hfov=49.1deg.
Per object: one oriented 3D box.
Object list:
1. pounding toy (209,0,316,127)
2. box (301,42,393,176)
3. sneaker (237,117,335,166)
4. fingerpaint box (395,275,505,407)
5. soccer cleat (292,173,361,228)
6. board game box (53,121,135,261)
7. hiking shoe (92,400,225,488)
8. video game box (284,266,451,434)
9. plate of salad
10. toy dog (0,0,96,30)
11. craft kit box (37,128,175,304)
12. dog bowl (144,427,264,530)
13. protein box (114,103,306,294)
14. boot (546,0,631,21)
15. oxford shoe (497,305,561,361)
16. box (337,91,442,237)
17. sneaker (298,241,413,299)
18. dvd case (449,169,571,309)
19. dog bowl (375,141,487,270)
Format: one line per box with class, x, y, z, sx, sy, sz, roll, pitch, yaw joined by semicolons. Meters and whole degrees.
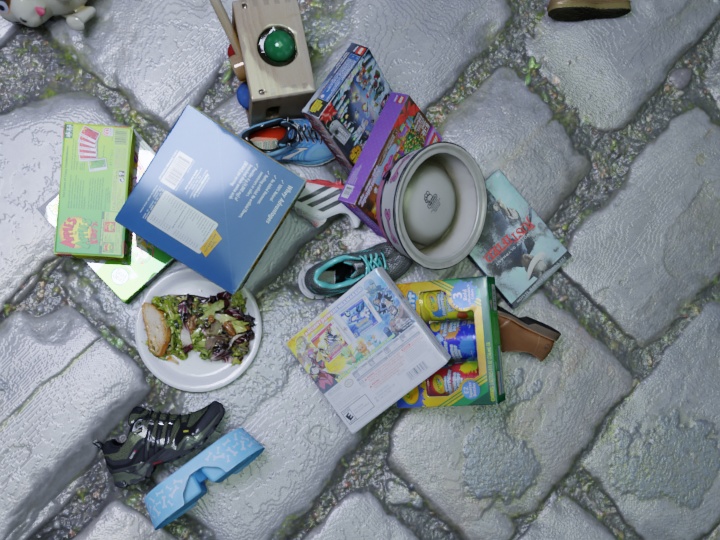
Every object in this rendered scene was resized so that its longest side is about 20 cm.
pounding toy;-0.160;-0.340;1.229;0.141;0.200;0.185;-11;86;-10
box;-0.001;-0.242;1.258;0.040;0.200;0.137;29;79;33
sneaker;-0.106;-0.211;1.281;0.199;0.090;0.079;-12;87;-14
fingerpaint box;0.137;0.115;1.265;0.166;0.073;0.201;-5;85;21
soccer cleat;-0.088;-0.114;1.289;0.199;0.069;0.086;5;92;-9
board game box;-0.403;-0.119;1.202;0.101;0.048;0.201;3;84;-9
hiking shoe;-0.307;0.245;1.211;0.199;0.076;0.101;-32;94;-10
video game box;0.010;0.126;1.241;0.200;0.047;0.182;-39;85;16
plate of salad;-0.256;0.091;1.249;0.199;0.048;0.201;1;84;-10
toy dog;-0.482;-0.462;1.220;0.200;0.140;0.194;-41;79;-11
craft kit box;-0.366;-0.086;1.251;0.197;0.049;0.200;-44;93;-8
dog bowl;-0.241;0.313;1.203;0.200;0.112;0.050;-37;78;-11
protein box;-0.215;-0.102;1.174;0.199;0.135;0.199;32;89;-5
boot;0.398;-0.555;1.418;0.174;0.066;0.201;-7;87;-23
oxford shoe;0.233;0.097;1.325;0.199;0.071;0.072;24;100;-1
box;0.052;-0.168;1.287;0.039;0.137;0.201;20;79;35
sneaker;0.000;0.000;1.279;0.199;0.091;0.078;-19;89;-11
dvd case;0.251;-0.054;1.363;0.146;0.022;0.200;-40;93;-11
dog bowl;0.109;-0.104;1.261;0.199;0.074;0.201;-7;102;-36
